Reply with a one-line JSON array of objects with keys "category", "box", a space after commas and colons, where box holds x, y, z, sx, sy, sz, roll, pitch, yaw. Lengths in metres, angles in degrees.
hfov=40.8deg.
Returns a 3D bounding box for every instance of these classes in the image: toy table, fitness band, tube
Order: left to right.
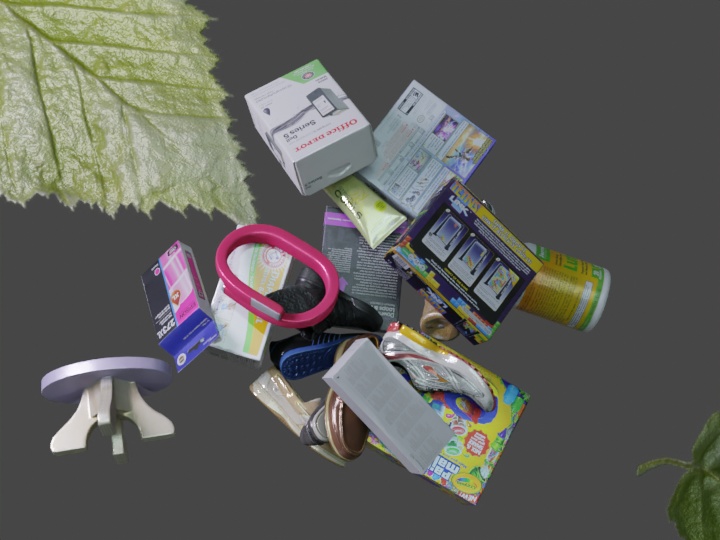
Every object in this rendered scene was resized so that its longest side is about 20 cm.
[{"category": "toy table", "box": [-0.385, 0.214, 1.486, 0.198, 0.184, 0.118, -13, 62, 1]}, {"category": "fitness band", "box": [-0.126, 0.008, 1.467, 0.199, 0.038, 0.144, 32, 52, 13]}, {"category": "tube", "box": [-0.015, -0.128, 1.616, 0.200, 0.052, 0.058, 47, 122, 20]}]

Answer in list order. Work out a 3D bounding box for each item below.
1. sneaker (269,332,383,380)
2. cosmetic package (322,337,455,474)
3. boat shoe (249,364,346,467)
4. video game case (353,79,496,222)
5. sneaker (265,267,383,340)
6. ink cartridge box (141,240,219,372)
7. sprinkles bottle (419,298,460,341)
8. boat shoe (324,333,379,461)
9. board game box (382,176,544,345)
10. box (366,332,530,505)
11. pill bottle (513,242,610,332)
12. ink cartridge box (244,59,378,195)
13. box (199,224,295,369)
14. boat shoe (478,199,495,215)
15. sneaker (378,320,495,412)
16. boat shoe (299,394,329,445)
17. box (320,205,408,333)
[{"category": "sneaker", "box": [-0.052, 0.126, 1.574, 0.198, 0.078, 0.071, -4, 115, -26]}, {"category": "cosmetic package", "box": [0.041, 0.200, 1.422, 0.200, 0.051, 0.083, 48, 67, -10]}, {"category": "boat shoe", "box": [-0.086, 0.230, 1.545, 0.200, 0.074, 0.069, 41, 84, 5]}, {"category": "video game case", "box": [0.105, -0.196, 1.667, 0.181, 0.045, 0.201, 37, 78, 5]}, {"category": "sneaker", "box": [-0.061, 0.072, 1.521, 0.199, 0.060, 0.105, 36, 64, -22]}, {"category": "ink cartridge box", "box": [-0.286, 0.054, 1.522, 0.095, 0.037, 0.201, -40, 50, 17]}, {"category": "sprinkles bottle", "box": [0.144, 0.018, 1.569, 0.067, 0.069, 0.201, 16, 49, -1]}, {"category": "boat shoe", "box": [-0.006, 0.186, 1.467, 0.072, 0.067, 0.202, 26, 54, -29]}, {"category": "board game box", "box": [0.159, -0.015, 1.482, 0.200, 0.057, 0.166, 44, 65, -6]}, {"category": "box", "box": [0.131, 0.238, 1.537, 0.199, 0.122, 0.194, 29, 78, 3]}, {"category": "pill bottle", "box": [0.301, 0.020, 1.602, 0.198, 0.111, 0.112, 19, 77, 0]}, {"category": "ink cartridge box", "box": [-0.081, -0.238, 1.599, 0.144, 0.084, 0.201, -28, 52, -10]}, {"category": "box", "box": [-0.179, 0.043, 1.559, 0.100, 0.113, 0.202, 17, 76, -1]}, {"category": "boat shoe", "box": [0.145, -0.062, 1.551, 0.199, 0.067, 0.070, -38, 52, -24]}, {"category": "sneaker", "box": [0.115, 0.159, 1.459, 0.199, 0.078, 0.083, 30, 81, 13]}, {"category": "boat shoe", "box": [-0.027, 0.209, 1.527, 0.067, 0.057, 0.200, 55, 45, -3]}, {"category": "box", "box": [0.000, 0.000, 1.622, 0.141, 0.036, 0.202, 7, 76, -2]}]
